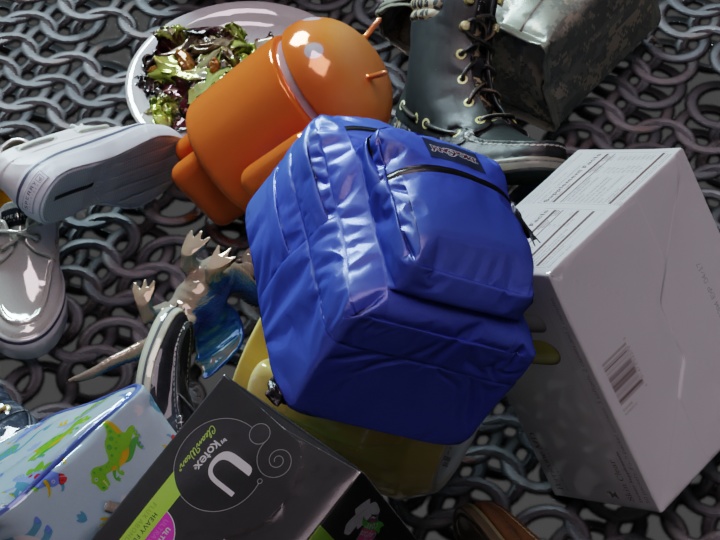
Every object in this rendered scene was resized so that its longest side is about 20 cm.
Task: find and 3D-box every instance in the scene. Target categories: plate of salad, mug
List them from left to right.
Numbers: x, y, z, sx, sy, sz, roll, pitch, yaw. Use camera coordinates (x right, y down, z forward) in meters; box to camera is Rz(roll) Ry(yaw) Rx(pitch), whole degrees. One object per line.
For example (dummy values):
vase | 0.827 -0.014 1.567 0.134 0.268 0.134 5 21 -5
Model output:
plate of salad | -0.101 -0.168 1.915 0.198 0.048 0.201 -1 48 1
mug | -0.003 0.095 1.602 0.152 0.150 0.187 27 43 14

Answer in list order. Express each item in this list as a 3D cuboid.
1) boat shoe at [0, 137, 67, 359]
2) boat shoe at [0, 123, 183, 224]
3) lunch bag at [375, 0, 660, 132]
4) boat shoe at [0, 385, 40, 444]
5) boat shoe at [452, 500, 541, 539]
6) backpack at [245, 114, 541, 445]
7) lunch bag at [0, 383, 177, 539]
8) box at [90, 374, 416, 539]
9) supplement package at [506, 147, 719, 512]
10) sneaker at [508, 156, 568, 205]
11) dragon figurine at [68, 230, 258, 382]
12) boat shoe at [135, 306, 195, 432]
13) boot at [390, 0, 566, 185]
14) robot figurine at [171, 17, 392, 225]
boat shoe | -0.266 -0.023 1.774 0.070 0.070 0.201 -4 47 -1
boat shoe | -0.212 -0.090 1.784 0.067 0.074 0.200 33 22 20
lunch bag | 0.129 -0.233 1.922 0.199 0.118 0.164 26 57 33
boat shoe | -0.317 0.152 1.624 0.199 0.071 0.091 -28 52 -31
boat shoe | 0.139 0.230 1.536 0.068 0.072 0.200 -24 61 -24
backpack | 0.025 -0.011 1.485 0.162 0.168 0.201 20 34 -32
lunch bag | -0.208 0.152 1.506 0.161 0.199 0.083 -42 103 -34
box | -0.058 0.188 1.462 0.124 0.200 0.149 33 79 27
supplement package | 0.180 0.040 1.596 0.156 0.201 0.110 -40 25 -29
sneaker | 0.146 -0.015 1.762 0.077 0.076 0.201 36 37 -17
dragon figurine | -0.125 0.040 1.714 0.059 0.100 0.200 26 66 35
boat shoe | -0.129 0.124 1.608 0.062 0.075 0.202 0 70 6
boot | 0.092 -0.147 1.774 0.073 0.155 0.203 6 2 -35
robot figurine | -0.057 -0.121 1.781 0.199 0.144 0.117 -35 78 22
